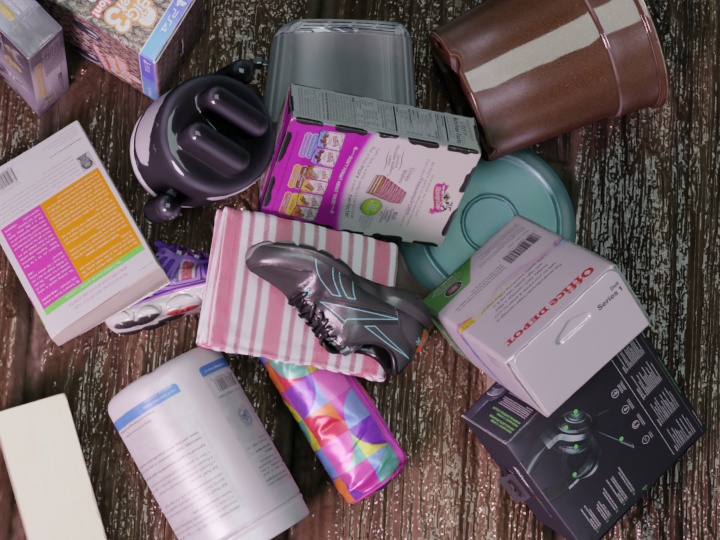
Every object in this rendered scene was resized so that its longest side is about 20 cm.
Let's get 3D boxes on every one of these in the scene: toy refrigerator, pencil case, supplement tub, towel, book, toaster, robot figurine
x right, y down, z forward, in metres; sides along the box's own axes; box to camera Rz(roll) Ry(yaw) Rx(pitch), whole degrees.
[{"bbox_3d":[-0.308,0.233,1.612,0.075,0.070,0.202,-16,84,-15],"label":"toy refrigerator"},{"bbox_3d":[-0.029,0.139,1.647,0.088,0.088,0.201,-31,89,-10],"label":"pencil case"},{"bbox_3d":[-0.153,0.188,1.603,0.131,0.132,0.201,-28,85,-10],"label":"supplement tub"},{"bbox_3d":[-0.060,0.025,1.611,0.198,0.030,0.148,12,74,-16],"label":"towel"},{"bbox_3d":[-0.300,-0.040,1.636,0.133,0.048,0.201,-31,68,-4],"label":"book"},{"bbox_3d":[-0.015,-0.189,1.687,0.198,0.114,0.130,0,79,-5],"label":"toaster"},{"bbox_3d":[-0.163,-0.130,1.615,0.149,0.200,0.126,-23,95,-22],"label":"robot figurine"}]

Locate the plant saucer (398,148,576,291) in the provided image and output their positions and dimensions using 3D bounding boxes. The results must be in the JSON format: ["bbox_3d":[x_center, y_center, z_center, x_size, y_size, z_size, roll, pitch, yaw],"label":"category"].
[{"bbox_3d":[0.138,-0.049,1.725,0.198,0.027,0.202,1,80,-6],"label":"plant saucer"}]

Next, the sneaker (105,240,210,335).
[{"bbox_3d":[-0.176,0.001,1.658,0.198,0.081,0.084,-15,77,-8],"label":"sneaker"}]

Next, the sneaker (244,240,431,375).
[{"bbox_3d":[-0.026,0.034,1.565,0.199,0.075,0.080,25,72,-12],"label":"sneaker"}]

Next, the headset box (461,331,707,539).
[{"bbox_3d":[0.226,0.161,1.633,0.200,0.093,0.174,-44,119,-11],"label":"headset box"}]

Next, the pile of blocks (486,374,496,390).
[{"bbox_3d":[0.209,0.084,1.689,0.082,0.062,0.200,39,83,-5],"label":"pile of blocks"}]

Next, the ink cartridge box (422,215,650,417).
[{"bbox_3d":[0.172,0.041,1.597,0.145,0.200,0.084,-41,117,-7],"label":"ink cartridge box"}]

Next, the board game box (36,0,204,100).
[{"bbox_3d":[-0.269,-0.283,1.649,0.199,0.159,0.097,31,80,0],"label":"board game box"}]

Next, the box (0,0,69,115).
[{"bbox_3d":[-0.367,-0.252,1.613,0.158,0.200,0.048,45,77,1],"label":"box"}]

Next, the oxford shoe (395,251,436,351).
[{"bbox_3d":[0.000,0.000,1.687,0.200,0.071,0.073,38,69,-8],"label":"oxford shoe"}]

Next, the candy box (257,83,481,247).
[{"bbox_3d":[0.007,-0.105,1.620,0.198,0.137,0.061,10,44,-14],"label":"candy box"}]

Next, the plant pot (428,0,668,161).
[{"bbox_3d":[0.189,-0.223,1.680,0.197,0.200,0.202,-24,84,-3],"label":"plant pot"}]
